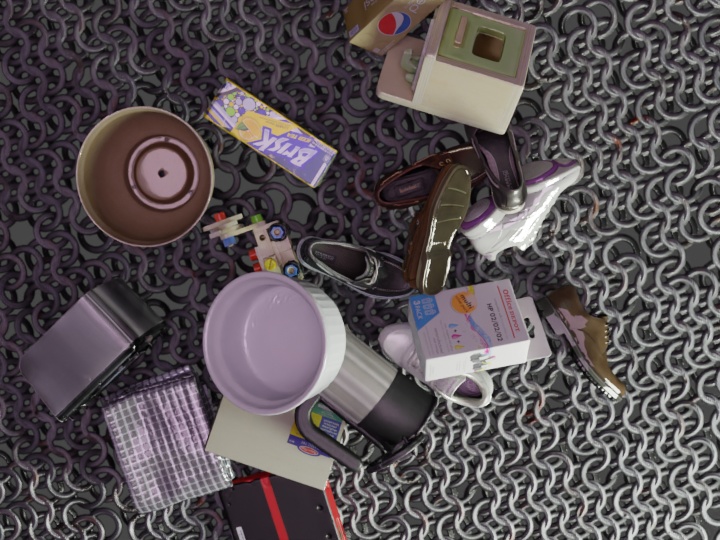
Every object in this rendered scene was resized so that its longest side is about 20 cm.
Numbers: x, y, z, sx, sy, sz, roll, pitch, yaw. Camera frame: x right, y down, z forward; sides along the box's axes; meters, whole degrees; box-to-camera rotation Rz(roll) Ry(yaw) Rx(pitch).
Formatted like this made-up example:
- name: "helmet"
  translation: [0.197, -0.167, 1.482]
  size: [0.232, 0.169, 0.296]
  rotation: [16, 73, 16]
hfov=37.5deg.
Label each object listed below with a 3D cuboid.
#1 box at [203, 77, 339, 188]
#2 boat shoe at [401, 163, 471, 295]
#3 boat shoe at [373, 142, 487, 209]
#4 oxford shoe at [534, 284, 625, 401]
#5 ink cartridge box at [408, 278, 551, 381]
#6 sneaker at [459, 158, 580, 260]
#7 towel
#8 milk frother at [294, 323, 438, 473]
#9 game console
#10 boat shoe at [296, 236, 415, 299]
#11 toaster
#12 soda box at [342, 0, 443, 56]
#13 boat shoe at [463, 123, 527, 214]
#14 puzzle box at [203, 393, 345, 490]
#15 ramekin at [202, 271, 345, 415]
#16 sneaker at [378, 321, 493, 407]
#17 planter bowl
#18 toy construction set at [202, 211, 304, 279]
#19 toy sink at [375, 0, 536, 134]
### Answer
- name: "box"
  translation: [-0.132, -0.206, 1.602]
  size: [0.199, 0.064, 0.070]
  rotation: [33, 98, -2]
- name: "boat shoe"
  translation: [0.103, -0.067, 1.565]
  size: [0.072, 0.068, 0.201]
  rotation: [5, 107, -42]
- name: "boat shoe"
  translation: [0.115, -0.140, 1.598]
  size: [0.199, 0.070, 0.071]
  rotation: [-23, 93, 4]
- name: "oxford shoe"
  translation: [0.356, 0.110, 1.621]
  size: [0.084, 0.073, 0.201]
  rotation: [-34, 96, 2]
- name: "ink cartridge box"
  translation: [0.180, 0.084, 1.586]
  size: [0.199, 0.068, 0.116]
  rotation: [-10, 56, -6]
- name: "sneaker"
  translation: [0.248, -0.094, 1.601]
  size: [0.199, 0.075, 0.100]
  rotation: [-34, 117, 5]
- name: "towel"
  translation: [-0.303, 0.266, 1.665]
  size: [0.165, 0.086, 0.201]
  rotation: [-18, 97, 4]
- name: "milk frother"
  translation: [0.007, 0.196, 1.573]
  size: [0.188, 0.200, 0.181]
  rotation: [38, 69, -3]
- name: "game console"
  translation: [-0.119, 0.416, 1.710]
  size: [0.176, 0.031, 0.201]
  rotation: [-16, 96, 9]
- name: "boat shoe"
  translation: [0.000, 0.000, 1.603]
  size: [0.199, 0.071, 0.073]
  rotation: [14, 91, -16]
- name: "toaster"
  translation: [-0.395, 0.112, 1.599]
  size: [0.200, 0.181, 0.119]
  rotation: [-43, 93, 8]
- name: "soda box"
  translation: [0.065, -0.395, 1.509]
  size: [0.200, 0.067, 0.064]
  rotation: [-35, 54, 39]
- name: "boat shoe"
  translation: [0.200, -0.179, 1.548]
  size: [0.066, 0.057, 0.201]
  rotation: [-14, 63, -4]
- name: "puzzle box"
  translation: [-0.129, 0.247, 1.644]
  size: [0.199, 0.025, 0.134]
  rotation: [21, 75, -11]
- name: "ramekin"
  translation: [-0.118, 0.101, 1.524]
  size: [0.199, 0.098, 0.202]
  rotation: [0, 90, 23]
- name: "sneaker"
  translation: [0.119, 0.143, 1.622]
  size: [0.199, 0.100, 0.075]
  rotation: [30, 100, 0]
- name: "planter bowl"
  translation: [-0.308, -0.143, 1.583]
  size: [0.199, 0.135, 0.202]
  rotation: [0, 99, 2]
- name: "toy construction set"
  translation: [-0.159, -0.007, 1.623]
  size: [0.130, 0.092, 0.201]
  rotation: [-19, 108, 5]
- name: "toy sink"
  translation: [0.137, -0.303, 1.524]
  size: [0.199, 0.112, 0.131]
  rotation: [17, 56, 1]
